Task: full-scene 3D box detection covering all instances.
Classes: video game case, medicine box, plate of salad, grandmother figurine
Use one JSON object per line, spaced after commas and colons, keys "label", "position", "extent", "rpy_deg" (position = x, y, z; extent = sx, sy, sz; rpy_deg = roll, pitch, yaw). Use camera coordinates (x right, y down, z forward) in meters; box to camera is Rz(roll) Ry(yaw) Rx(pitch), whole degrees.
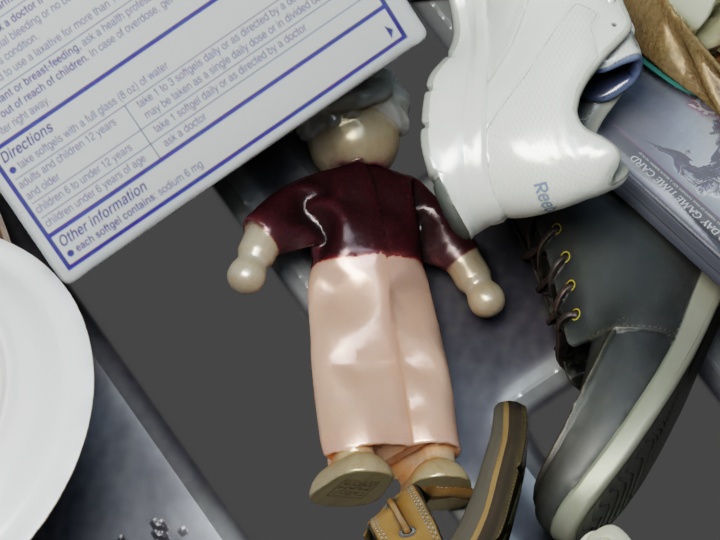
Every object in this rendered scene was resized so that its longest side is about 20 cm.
{"label": "video game case", "position": [0.198, -0.063, 1.216], "extent": [0.200, 0.019, 0.143], "rpy_deg": [-28, 58, -30]}
{"label": "medicine box", "position": [-0.105, -0.132, 1.168], "extent": [0.182, 0.103, 0.200], "rpy_deg": [-34, 107, -2]}
{"label": "plate of salad", "position": [-0.196, 0.070, 1.133], "extent": [0.199, 0.048, 0.201], "rpy_deg": [-11, 52, 14]}
{"label": "grandmother figurine", "position": [0.000, 0.000, 1.212], "extent": [0.121, 0.061, 0.201], "rpy_deg": [10, 62, -28]}

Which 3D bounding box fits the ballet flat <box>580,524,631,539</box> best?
{"label": "ballet flat", "position": [0.124, 0.138, 1.136], "extent": [0.199, 0.069, 0.071], "rpy_deg": [10, 44, -25]}

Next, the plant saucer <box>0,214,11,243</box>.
{"label": "plant saucer", "position": [-0.243, 0.021, 1.204], "extent": [0.199, 0.035, 0.201], "rpy_deg": [1, 69, -2]}

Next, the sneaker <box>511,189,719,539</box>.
{"label": "sneaker", "position": [0.093, 0.019, 1.201], "extent": [0.106, 0.075, 0.200], "rpy_deg": [24, 60, 11]}

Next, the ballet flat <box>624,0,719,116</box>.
{"label": "ballet flat", "position": [0.167, -0.089, 1.173], "extent": [0.068, 0.073, 0.200], "rpy_deg": [-16, 52, -25]}

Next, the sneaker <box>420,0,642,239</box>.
{"label": "sneaker", "position": [0.077, -0.105, 1.183], "extent": [0.087, 0.075, 0.201], "rpy_deg": [-5, 64, 17]}

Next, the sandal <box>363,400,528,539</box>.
{"label": "sandal", "position": [0.019, 0.125, 1.100], "extent": [0.054, 0.082, 0.200], "rpy_deg": [22, 57, 10]}
